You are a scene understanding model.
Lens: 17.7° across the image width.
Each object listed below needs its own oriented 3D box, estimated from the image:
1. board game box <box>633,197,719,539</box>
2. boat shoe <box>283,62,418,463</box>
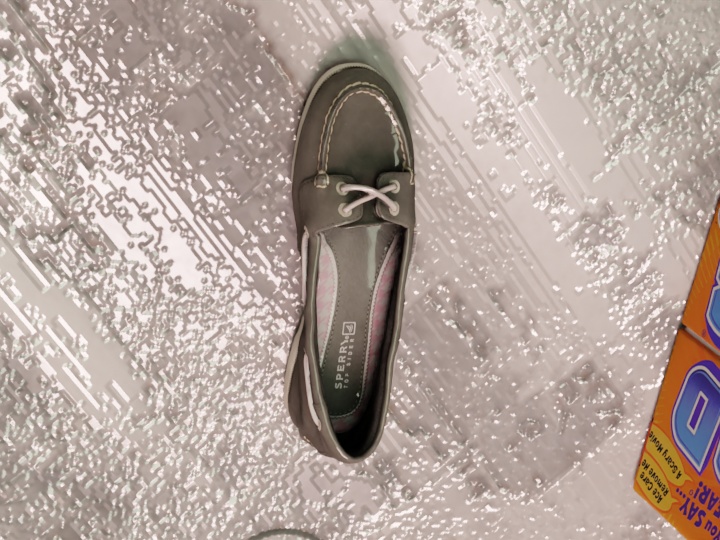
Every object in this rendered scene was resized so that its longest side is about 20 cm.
[{"bbox_3d":[0.299,0.076,1.226,0.198,0.200,0.202,8,106,-25],"label":"board game box"},{"bbox_3d":[0.000,0.000,1.151,0.066,0.057,0.202,-3,112,-22],"label":"boat shoe"}]
